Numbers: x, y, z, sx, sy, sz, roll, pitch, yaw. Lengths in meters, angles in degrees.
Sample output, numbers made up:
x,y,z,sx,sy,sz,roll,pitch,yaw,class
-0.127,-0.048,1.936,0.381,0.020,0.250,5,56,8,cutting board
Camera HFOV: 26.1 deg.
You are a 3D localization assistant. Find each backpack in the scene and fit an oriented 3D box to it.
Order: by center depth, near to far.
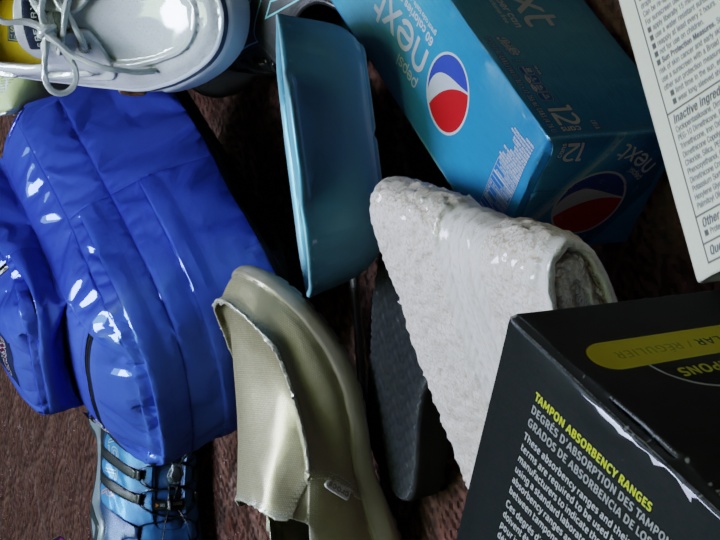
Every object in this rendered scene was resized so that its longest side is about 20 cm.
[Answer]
x,y,z,sx,sy,sz,roll,pitch,yaw,class
-0.131,0.014,0.899,0.200,0.168,0.163,52,161,30,backpack

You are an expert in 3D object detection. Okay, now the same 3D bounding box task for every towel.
x,y,z,sx,sy,sz,roll,pitch,yaw,class
0.068,0.060,0.615,0.132,0.034,0.200,24,141,57,towel

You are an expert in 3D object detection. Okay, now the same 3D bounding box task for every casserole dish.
x,y,z,sx,sy,sz,roll,pitch,yaw,class
-0.015,-0.051,0.719,0.200,0.039,0.121,137,127,-85,casserole dish

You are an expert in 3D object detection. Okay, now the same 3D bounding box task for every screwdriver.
x,y,z,sx,sy,sz,roll,pitch,yaw,class
0.000,0.000,0.819,0.028,0.029,0.201,-6,93,61,screwdriver

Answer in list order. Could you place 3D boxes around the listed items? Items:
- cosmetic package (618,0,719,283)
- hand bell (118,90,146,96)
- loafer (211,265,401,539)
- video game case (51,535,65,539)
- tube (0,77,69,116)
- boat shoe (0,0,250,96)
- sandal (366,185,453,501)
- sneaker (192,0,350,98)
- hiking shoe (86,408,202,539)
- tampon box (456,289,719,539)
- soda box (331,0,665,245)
x,y,z,sx,sy,sz,roll,pitch,yaw,class
0.138,-0.106,0.499,0.105,0.071,0.201,-32,67,59,cosmetic package
-0.124,-0.198,0.888,0.104,0.104,0.201,-10,75,61,hand bell
-0.034,0.095,0.793,0.076,0.068,0.200,1,115,62,loafer
-0.140,0.280,1.030,0.200,0.036,0.182,12,131,60,video game case
-0.191,-0.133,0.972,0.052,0.200,0.058,38,129,3,tube
-0.157,-0.132,0.823,0.202,0.086,0.075,8,103,35,boat shoe
0.039,0.031,0.738,0.201,0.048,0.075,99,149,-49,sandal
-0.048,-0.132,0.829,0.200,0.075,0.079,-39,64,57,sneaker
-0.142,0.136,1.042,0.087,0.074,0.200,-48,54,54,hiking shoe
0.117,0.120,0.492,0.126,0.150,0.200,46,133,48,tampon box
0.051,-0.099,0.661,0.200,0.068,0.064,61,145,36,soda box
